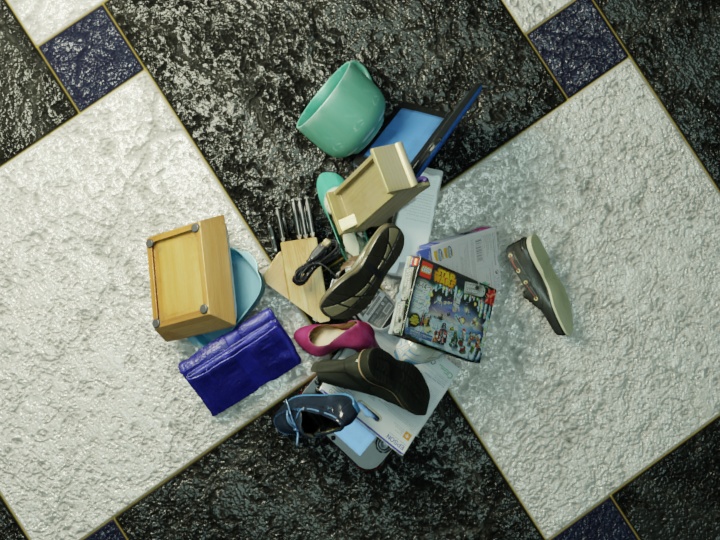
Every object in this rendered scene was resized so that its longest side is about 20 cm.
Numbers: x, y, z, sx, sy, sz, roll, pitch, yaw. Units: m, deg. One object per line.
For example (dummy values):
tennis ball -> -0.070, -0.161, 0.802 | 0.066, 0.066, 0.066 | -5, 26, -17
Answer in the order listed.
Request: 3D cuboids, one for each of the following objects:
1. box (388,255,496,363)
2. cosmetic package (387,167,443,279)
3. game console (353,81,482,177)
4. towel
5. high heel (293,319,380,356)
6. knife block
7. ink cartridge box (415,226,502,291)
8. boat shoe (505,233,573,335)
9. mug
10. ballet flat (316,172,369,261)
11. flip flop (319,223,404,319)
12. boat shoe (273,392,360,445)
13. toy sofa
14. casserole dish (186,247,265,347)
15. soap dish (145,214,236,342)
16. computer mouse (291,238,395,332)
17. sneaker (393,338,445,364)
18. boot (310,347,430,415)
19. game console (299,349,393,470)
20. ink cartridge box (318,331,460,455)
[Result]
box -> 0.146, 0.070, 1.632 | 0.198, 0.040, 0.139 | 21, 79, -37
cosmetic package -> 0.094, -0.085, 1.726 | 0.070, 0.101, 0.203 | 12, 88, -2
game console -> 0.101, -0.258, 1.666 | 0.118, 0.171, 0.201 | 35, 57, 0
towel -> -0.212, 0.171, 1.692 | 0.198, 0.050, 0.149 | -31, 129, -2
high heel -> -0.056, 0.109, 1.673 | 0.198, 0.096, 0.068 | 14, 58, 40
knife block -> -0.097, -0.025, 1.734 | 0.199, 0.064, 0.177 | 35, 87, 0
ink cartridge box -> 0.172, -0.001, 1.696 | 0.198, 0.042, 0.121 | -17, 104, -38
boat shoe -> 0.337, 0.033, 1.751 | 0.063, 0.074, 0.203 | -22, 100, 32
mug -> -0.017, -0.294, 1.707 | 0.114, 0.152, 0.186 | 39, 81, -16
ballet flat -> -0.026, -0.094, 1.737 | 0.066, 0.070, 0.203 | -23, 87, 3
flip flop -> 0.000, 0.000, 1.654 | 0.081, 0.057, 0.201 | 38, 86, -35
boat shoe -> -0.092, 0.260, 1.664 | 0.085, 0.199, 0.069 | 53, 44, -12
toy sofa -> 0.028, -0.141, 1.627 | 0.096, 0.200, 0.084 | -15, 77, -31
casserole dish -> -0.245, 0.053, 1.707 | 0.121, 0.039, 0.201 | 46, 105, 25
soap dish -> -0.305, 0.013, 1.678 | 0.155, 0.081, 0.204 | -14, 77, 26
computer mouse -> -0.021, 0.039, 1.698 | 0.200, 0.044, 0.110 | 42, 67, -7
sneaker -> 0.141, 0.126, 1.708 | 0.198, 0.072, 0.073 | -8, 74, -40
boot -> 0.021, 0.196, 1.656 | 0.200, 0.137, 0.078 | 44, 49, -38
game console -> 0.002, 0.248, 1.742 | 0.200, 0.031, 0.177 | 42, 87, 0
ink cartridge box -> 0.051, 0.200, 1.716 | 0.199, 0.041, 0.201 | 38, 69, 0
